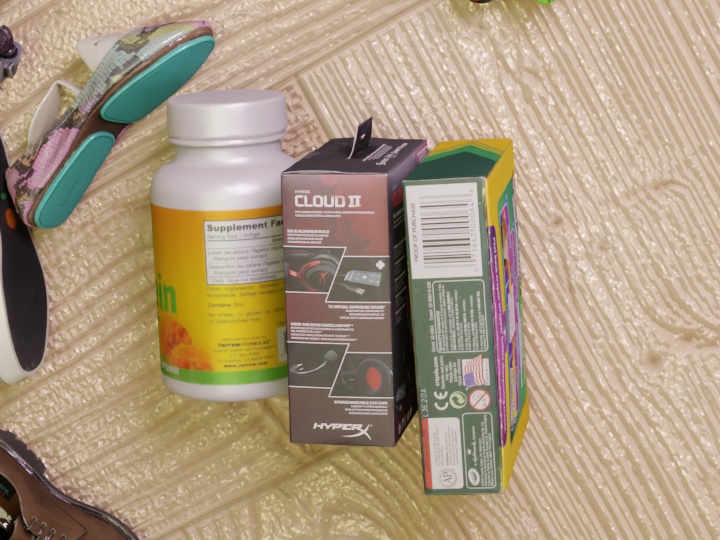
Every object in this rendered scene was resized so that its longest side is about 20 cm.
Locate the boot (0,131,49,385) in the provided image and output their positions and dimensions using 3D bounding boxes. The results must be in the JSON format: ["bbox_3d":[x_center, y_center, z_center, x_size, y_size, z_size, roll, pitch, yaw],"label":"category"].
[{"bbox_3d":[-0.315,-0.004,1.330,0.143,0.072,0.202,-15,90,16],"label":"boot"}]

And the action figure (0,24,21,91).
[{"bbox_3d":[-0.273,-0.206,1.277,0.130,0.069,0.200,38,111,-3],"label":"action figure"}]

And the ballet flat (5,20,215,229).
[{"bbox_3d":[-0.188,-0.118,1.282,0.200,0.069,0.071,-47,70,18],"label":"ballet flat"}]

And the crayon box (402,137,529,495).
[{"bbox_3d":[0.072,0.025,1.191,0.058,0.173,0.202,-2,101,10],"label":"crayon box"}]

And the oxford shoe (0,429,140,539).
[{"bbox_3d":[-0.233,0.203,1.348,0.199,0.084,0.073,36,106,1],"label":"oxford shoe"}]

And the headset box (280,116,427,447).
[{"bbox_3d":[0.000,0.000,1.215,0.074,0.149,0.202,1,102,12],"label":"headset box"}]

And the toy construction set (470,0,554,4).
[{"bbox_3d":[0.082,-0.249,1.171,0.200,0.092,0.131,39,132,10],"label":"toy construction set"}]

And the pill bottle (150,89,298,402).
[{"bbox_3d":[-0.088,-0.020,1.250,0.110,0.111,0.202,1,102,13],"label":"pill bottle"}]
